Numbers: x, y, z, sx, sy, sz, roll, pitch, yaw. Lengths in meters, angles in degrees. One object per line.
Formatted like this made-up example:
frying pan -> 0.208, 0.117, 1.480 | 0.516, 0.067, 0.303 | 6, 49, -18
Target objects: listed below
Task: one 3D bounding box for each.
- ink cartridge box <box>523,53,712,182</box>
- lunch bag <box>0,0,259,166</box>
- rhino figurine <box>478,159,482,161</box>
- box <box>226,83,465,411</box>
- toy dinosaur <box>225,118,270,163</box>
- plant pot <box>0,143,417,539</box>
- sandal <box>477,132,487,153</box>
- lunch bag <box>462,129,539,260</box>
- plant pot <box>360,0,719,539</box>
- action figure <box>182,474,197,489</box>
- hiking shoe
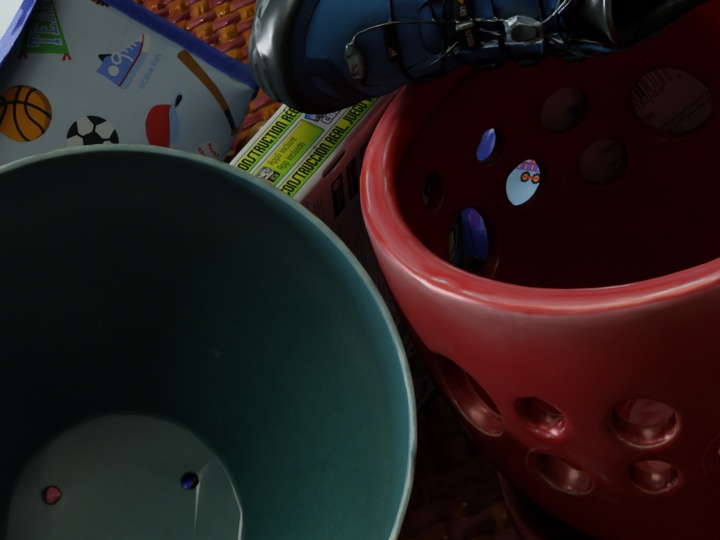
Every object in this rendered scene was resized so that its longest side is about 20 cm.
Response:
ink cartridge box -> 0.101, -0.139, 0.754 | 0.146, 0.200, 0.083 | -37, 37, 11
lunch bag -> -0.173, -0.064, 0.896 | 0.171, 0.199, 0.124 | -62, 10, -11
rhino figurine -> -0.012, -0.017, 0.866 | 0.201, 0.087, 0.060 | -52, 8, -5
box -> 0.000, 0.000, 0.767 | 0.034, 0.201, 0.110 | 25, 56, 24
toy dinosaur -> -0.073, -0.047, 0.987 | 0.105, 0.061, 0.201 | -22, 36, 8
plant pot -> -0.086, 0.075, 0.668 | 0.198, 0.135, 0.202 | 2, 67, -6
sandal -> 0.031, -0.064, 0.918 | 0.200, 0.082, 0.054 | -42, 17, -16
lunch bag -> 0.139, -0.069, 0.872 | 0.149, 0.094, 0.201 | 14, 61, 38
plant pot -> 0.116, 0.010, 0.686 | 0.198, 0.184, 0.202 | -13, 40, 11
action figure -> -0.138, 0.084, 0.830 | 0.197, 0.066, 0.099 | 5, 37, 6
hiking shoe -> 0.055, -0.106, 0.649 | 0.198, 0.075, 0.087 | -26, 36, -4
